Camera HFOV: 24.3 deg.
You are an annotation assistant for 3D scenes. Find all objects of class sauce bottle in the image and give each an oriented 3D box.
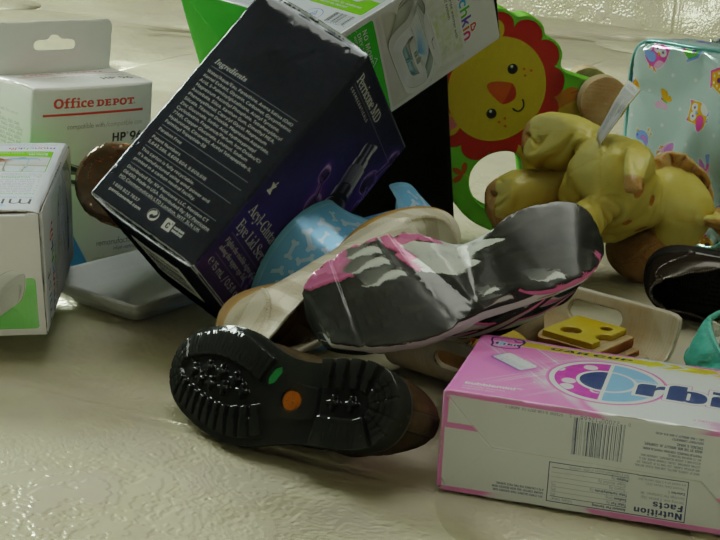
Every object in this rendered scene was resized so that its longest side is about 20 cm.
[{"bbox_3d":[-0.156,-0.055,1.323,0.066,0.066,0.200,9,-4,16],"label":"sauce bottle"}]

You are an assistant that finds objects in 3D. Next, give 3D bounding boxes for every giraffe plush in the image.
[{"bbox_3d":[0.230,-0.056,1.450,0.162,0.200,0.173,22,38,-33],"label":"giraffe plush"}]

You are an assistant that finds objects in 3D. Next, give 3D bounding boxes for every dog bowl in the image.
[{"bbox_3d":[0.000,0.000,1.260,0.050,0.112,0.200,34,28,26],"label":"dog bowl"}]

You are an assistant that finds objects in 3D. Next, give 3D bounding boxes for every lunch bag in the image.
[{"bbox_3d":[0.325,-0.130,1.619,0.077,0.201,0.160,-5,17,-37],"label":"lunch bag"}]

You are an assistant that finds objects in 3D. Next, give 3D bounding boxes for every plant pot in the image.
[{"bbox_3d":[-0.049,-0.108,1.495,0.200,0.200,0.177,16,33,35],"label":"plant pot"}]

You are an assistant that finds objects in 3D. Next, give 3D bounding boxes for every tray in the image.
[{"bbox_3d":[-0.151,0.006,1.346,0.107,0.022,0.200,16,20,32],"label":"tray"}]

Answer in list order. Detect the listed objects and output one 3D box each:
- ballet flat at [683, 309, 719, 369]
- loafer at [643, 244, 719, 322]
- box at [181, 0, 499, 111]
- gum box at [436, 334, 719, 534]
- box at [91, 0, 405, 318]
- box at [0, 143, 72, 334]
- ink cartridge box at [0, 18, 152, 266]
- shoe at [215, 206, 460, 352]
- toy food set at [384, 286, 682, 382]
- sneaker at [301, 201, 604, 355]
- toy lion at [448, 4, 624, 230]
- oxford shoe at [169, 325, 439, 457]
[{"bbox_3d":[0.273,0.072,1.132,0.067,0.071,0.200,15,14,-14],"label":"ballet flat"},{"bbox_3d":[0.320,0.025,1.338,0.199,0.073,0.071,2,20,23],"label":"loafer"},{"bbox_3d":[-0.017,-0.218,1.400,0.200,0.097,0.176,21,46,40],"label":"box"},{"bbox_3d":[0.157,0.099,1.023,0.199,0.066,0.114,8,17,14],"label":"gum box"},{"bbox_3d":[-0.076,-0.075,1.220,0.104,0.200,0.148,35,-10,24],"label":"box"},{"bbox_3d":[-0.318,-0.026,1.213,0.199,0.097,0.177,-1,21,-4],"label":"box"},{"bbox_3d":[-0.237,-0.100,1.367,0.116,0.201,0.068,-10,21,-40],"label":"ink cartridge box"},{"bbox_3d":[-0.004,0.014,1.155,0.200,0.070,0.053,-28,22,-25],"label":"shoe"},{"bbox_3d":[0.128,0.043,1.221,0.143,0.061,0.200,16,20,35],"label":"toy food set"},{"bbox_3d":[0.063,0.022,1.112,0.199,0.081,0.086,-10,-27,-4],"label":"sneaker"},{"bbox_3d":[0.133,-0.137,1.538,0.191,0.200,0.069,15,14,-14],"label":"toy lion"},{"bbox_3d":[-0.038,0.084,1.055,0.200,0.073,0.084,13,-6,37],"label":"oxford shoe"}]
